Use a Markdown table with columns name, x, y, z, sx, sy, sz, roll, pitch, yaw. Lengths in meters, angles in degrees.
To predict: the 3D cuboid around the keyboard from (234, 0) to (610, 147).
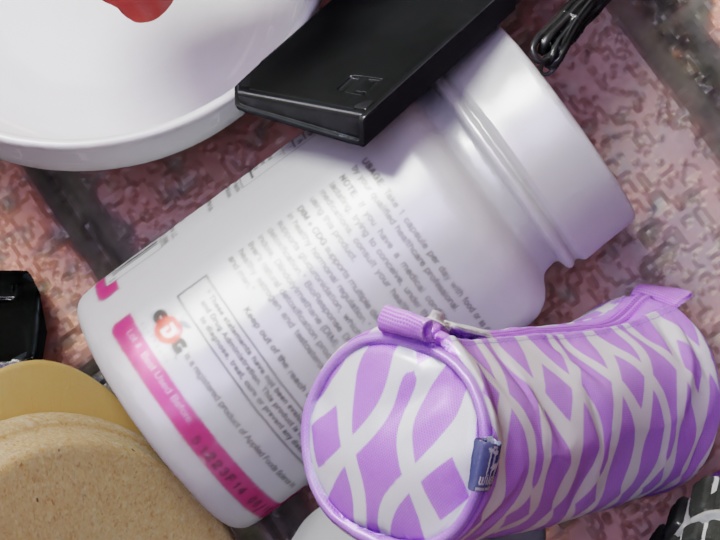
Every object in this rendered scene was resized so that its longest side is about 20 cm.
| name | x | y | z | sx | sy | sz | roll | pitch | yaw |
| --- | --- | --- | --- | --- | --- | --- | --- | --- | --- |
| keyboard | 0.055 | -0.109 | 0.968 | 0.127 | 0.021 | 0.200 | 14 | 47 | 42 |

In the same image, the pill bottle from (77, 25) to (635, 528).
| name | x | y | z | sx | sy | sz | roll | pitch | yaw |
| --- | --- | --- | --- | --- | --- | --- | --- | --- | --- |
| pill bottle | 0.000 | 0.000 | 0.986 | 0.200 | 0.113 | 0.113 | -36 | 79 | 3 |

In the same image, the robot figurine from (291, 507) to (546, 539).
| name | x | y | z | sx | sy | sz | roll | pitch | yaw |
| --- | --- | --- | --- | --- | --- | --- | --- | --- | --- |
| robot figurine | 0.001 | 0.163 | 0.939 | 0.113 | 0.170 | 0.200 | 22 | 49 | 14 |

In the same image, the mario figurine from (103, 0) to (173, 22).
| name | x | y | z | sx | sy | sz | roll | pitch | yaw |
| --- | --- | --- | --- | --- | --- | --- | --- | --- | --- |
| mario figurine | -0.031 | -0.159 | 0.946 | 0.200 | 0.123 | 0.106 | -8 | 79 | -5 |

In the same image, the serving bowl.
| name | x | y | z | sx | sy | sz | roll | pitch | yaw |
| --- | --- | --- | --- | --- | --- | --- | --- | --- | --- |
| serving bowl | -0.110 | -0.121 | 1.031 | 0.200 | 0.066 | 0.200 | 0 | 63 | 0 |

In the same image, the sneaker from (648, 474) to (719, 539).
| name | x | y | z | sx | sy | sz | roll | pitch | yaw |
| --- | --- | --- | --- | --- | --- | --- | --- | --- | --- |
| sneaker | 0.130 | 0.155 | 0.948 | 0.090 | 0.078 | 0.200 | 30 | 122 | 2 |

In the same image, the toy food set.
| name | x | y | z | sx | sy | sz | roll | pitch | yaw |
| --- | --- | --- | --- | --- | --- | --- | --- | --- | --- |
| toy food set | -0.116 | 0.149 | 0.944 | 0.049 | 0.198 | 0.200 | -13 | 119 | 45 |

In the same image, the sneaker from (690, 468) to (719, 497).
| name | x | y | z | sx | sy | sz | roll | pitch | yaw |
| --- | --- | --- | --- | --- | --- | --- | --- | --- | --- |
| sneaker | 0.174 | 0.045 | 0.973 | 0.114 | 0.073 | 0.201 | -17 | 81 | 11 |

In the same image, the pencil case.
| name | x | y | z | sx | sy | sz | roll | pitch | yaw |
| --- | --- | --- | --- | --- | --- | --- | --- | --- | --- |
| pencil case | 0.058 | 0.050 | 0.917 | 0.084 | 0.200 | 0.086 | 5 | 94 | 31 |

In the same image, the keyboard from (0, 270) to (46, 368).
| name | x | y | z | sx | sy | sz | roll | pitch | yaw |
| --- | --- | --- | --- | --- | --- | --- | --- | --- | --- |
| keyboard | -0.228 | 0.028 | 1.042 | 0.199 | 0.104 | 0.040 | 1 | 121 | -2 |
